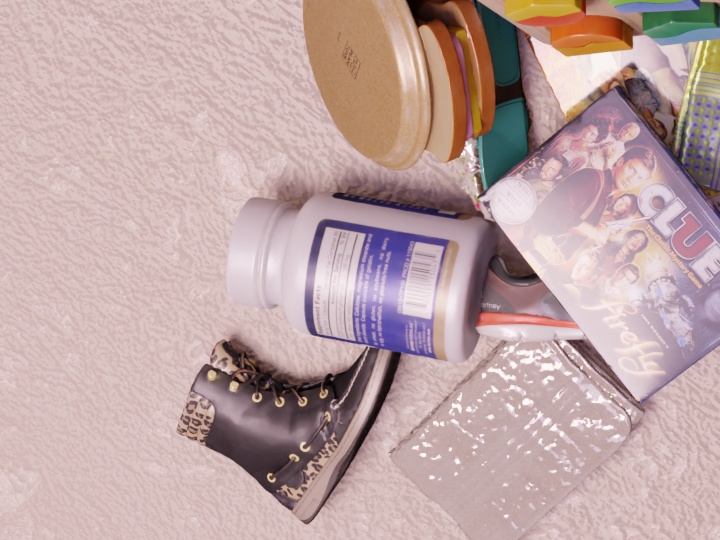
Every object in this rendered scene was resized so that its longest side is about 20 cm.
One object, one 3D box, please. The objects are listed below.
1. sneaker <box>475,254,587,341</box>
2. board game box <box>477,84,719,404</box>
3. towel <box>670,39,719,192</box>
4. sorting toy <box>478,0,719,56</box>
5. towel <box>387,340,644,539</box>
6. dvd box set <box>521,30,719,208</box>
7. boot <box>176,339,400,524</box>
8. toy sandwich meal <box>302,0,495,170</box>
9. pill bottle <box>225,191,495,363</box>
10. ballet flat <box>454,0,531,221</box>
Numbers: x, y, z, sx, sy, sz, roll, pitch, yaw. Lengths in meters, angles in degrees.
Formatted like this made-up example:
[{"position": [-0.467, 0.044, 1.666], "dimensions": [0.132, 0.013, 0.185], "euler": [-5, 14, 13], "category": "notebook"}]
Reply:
[{"position": [0.191, 0.016, 1.400], "dimensions": [0.200, 0.077, 0.082], "euler": [0, 89, -1], "category": "sneaker"}, {"position": [0.202, -0.020, 1.333], "dimensions": [0.135, 0.035, 0.200], "euler": [-40, 84, 17], "category": "board game box"}, {"position": [0.340, -0.113, 1.322], "dimensions": [0.200, 0.023, 0.144], "euler": [13, 104, 3], "category": "towel"}, {"position": [0.178, -0.185, 1.241], "dimensions": [0.200, 0.185, 0.036], "euler": [1, 84, 27], "category": "sorting toy"}, {"position": [0.131, 0.137, 1.488], "dimensions": [0.133, 0.034, 0.200], "euler": [45, 114, 1], "category": "towel"}, {"position": [0.229, -0.135, 1.368], "dimensions": [0.146, 0.029, 0.200], "euler": [-23, 99, 21], "category": "dvd box set"}, {"position": [-0.062, 0.106, 1.519], "dimensions": [0.151, 0.073, 0.200], "euler": [30, 119, 6], "category": "boot"}, {"position": [0.026, -0.170, 1.366], "dimensions": [0.070, 0.205, 0.205], "euler": [-19, 105, -22], "category": "toy sandwich meal"}, {"position": [0.000, 0.000, 1.436], "dimensions": [0.200, 0.120, 0.120], "euler": [11, 110, 14], "category": "pill bottle"}, {"position": [0.093, -0.139, 1.399], "dimensions": [0.064, 0.076, 0.200], "euler": [11, 109, 47], "category": "ballet flat"}]
